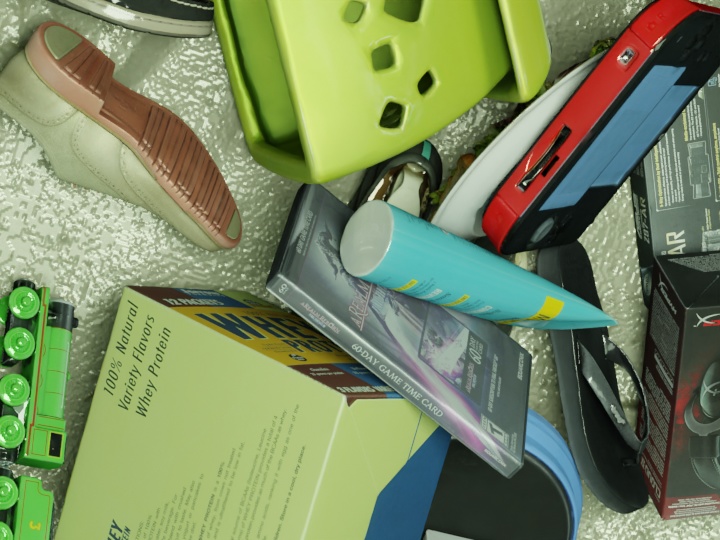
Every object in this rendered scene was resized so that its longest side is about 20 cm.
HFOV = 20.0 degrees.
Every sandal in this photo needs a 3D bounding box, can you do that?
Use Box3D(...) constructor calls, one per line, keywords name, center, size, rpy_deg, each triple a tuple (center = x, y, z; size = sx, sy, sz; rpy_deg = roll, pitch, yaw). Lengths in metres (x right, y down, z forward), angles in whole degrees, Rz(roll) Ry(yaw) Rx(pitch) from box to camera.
Box3D(name="sandal", center=(0.170, 0.076, 1.439), size=(0.042, 0.076, 0.202), rpy_deg=(-13, 95, 30))

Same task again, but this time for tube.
Box3D(name="tube", center=(0.076, 0.008, 1.341), size=(0.199, 0.077, 0.051), rpy_deg=(21, 78, -37))

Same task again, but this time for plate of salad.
Box3D(name="plate of salad", center=(0.112, -0.088, 1.364), size=(0.200, 0.200, 0.048), rpy_deg=(-43, 75, 1))

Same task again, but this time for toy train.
Box3D(name="toy train", center=(-0.225, 0.105, 1.379), size=(0.056, 0.042, 0.202), rpy_deg=(13, 71, -25))

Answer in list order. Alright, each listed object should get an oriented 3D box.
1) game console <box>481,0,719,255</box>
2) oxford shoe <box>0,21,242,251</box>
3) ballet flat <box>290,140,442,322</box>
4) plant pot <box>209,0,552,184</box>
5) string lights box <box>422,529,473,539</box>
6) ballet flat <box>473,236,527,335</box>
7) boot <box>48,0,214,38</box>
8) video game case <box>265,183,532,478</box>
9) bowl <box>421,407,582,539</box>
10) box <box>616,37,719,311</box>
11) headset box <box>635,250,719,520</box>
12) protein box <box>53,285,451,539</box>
Box3D(name="game console", center=(0.170, -0.092, 1.335), size=(0.031, 0.176, 0.200), rpy_deg=(45, 110, 19))
Box3D(name="oxford shoe", center=(-0.164, -0.079, 1.387), size=(0.074, 0.071, 0.200), rpy_deg=(-37, 106, 26))
Box3D(name="ballet flat", center=(0.000, 0.000, 1.417), size=(0.067, 0.068, 0.202), rpy_deg=(20, 98, -10))
Box3D(name="plant pot", center=(0.007, -0.181, 1.321), size=(0.180, 0.199, 0.202), rpy_deg=(-17, 102, -12))
Box3D(name="string lights box", center=(0.063, 0.285, 1.453), size=(0.102, 0.059, 0.201), rpy_deg=(14, 122, -11))
Box3D(name="ballet flat", center=(0.077, 0.064, 1.454), size=(0.056, 0.066, 0.202), rpy_deg=(6, 109, -40))
Box3D(name="boot", center=(-0.171, -0.247, 1.341), size=(0.198, 0.073, 0.152), rpy_deg=(20, 98, -7))
Box3D(name="video game case", center=(0.030, 0.035, 1.320), size=(0.200, 0.143, 0.019), rpy_deg=(39, 115, -12))
Box3D(name="bowl", center=(0.060, 0.174, 1.438), size=(0.198, 0.040, 0.202), rpy_deg=(-2, 125, -2))
Box3D(name="box", center=(0.273, -0.077, 1.456), size=(0.158, 0.044, 0.202), rpy_deg=(-10, 103, -7))
Box3D(name="headset box", center=(0.279, 0.086, 1.448), size=(0.147, 0.077, 0.202), rpy_deg=(-4, 121, -10))
Box3D(name="protein box", center=(-0.071, 0.138, 1.348), size=(0.134, 0.199, 0.201), rpy_deg=(4, 106, -53))
